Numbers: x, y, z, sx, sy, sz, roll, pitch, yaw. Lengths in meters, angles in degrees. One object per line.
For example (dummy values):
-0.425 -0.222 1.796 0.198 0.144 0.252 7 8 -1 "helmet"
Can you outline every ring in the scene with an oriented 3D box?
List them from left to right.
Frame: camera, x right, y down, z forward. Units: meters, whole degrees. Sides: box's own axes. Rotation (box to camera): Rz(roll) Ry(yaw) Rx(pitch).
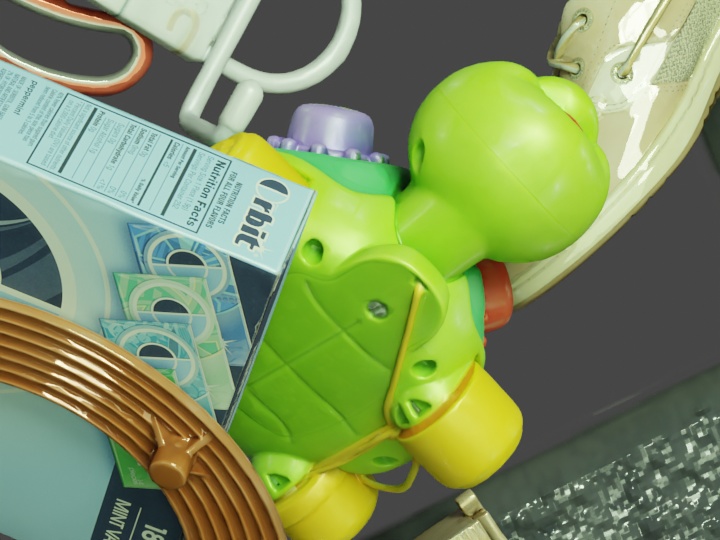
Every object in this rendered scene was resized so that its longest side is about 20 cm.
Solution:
-0.120 0.084 0.773 0.200 0.019 0.201 11 134 12 "ring"

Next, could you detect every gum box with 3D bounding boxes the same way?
-0.131 0.006 0.750 0.199 0.045 0.170 23 134 1 "gum box"

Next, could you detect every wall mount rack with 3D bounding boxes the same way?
-0.059 -0.146 0.789 0.200 0.075 0.174 29 89 -24 "wall mount rack"

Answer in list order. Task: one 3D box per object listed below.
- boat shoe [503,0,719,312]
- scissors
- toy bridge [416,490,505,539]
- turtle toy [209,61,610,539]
0.098 -0.076 0.847 0.065 0.072 0.200 37 85 -3 "boat shoe"
-0.164 -0.117 0.817 0.199 0.014 0.073 15 94 -14 "scissors"
0.090 0.166 0.879 0.067 0.027 0.200 -33 101 -6 "toy bridge"
0.000 0.000 0.793 0.146 0.200 0.101 47 43 -15 "turtle toy"
